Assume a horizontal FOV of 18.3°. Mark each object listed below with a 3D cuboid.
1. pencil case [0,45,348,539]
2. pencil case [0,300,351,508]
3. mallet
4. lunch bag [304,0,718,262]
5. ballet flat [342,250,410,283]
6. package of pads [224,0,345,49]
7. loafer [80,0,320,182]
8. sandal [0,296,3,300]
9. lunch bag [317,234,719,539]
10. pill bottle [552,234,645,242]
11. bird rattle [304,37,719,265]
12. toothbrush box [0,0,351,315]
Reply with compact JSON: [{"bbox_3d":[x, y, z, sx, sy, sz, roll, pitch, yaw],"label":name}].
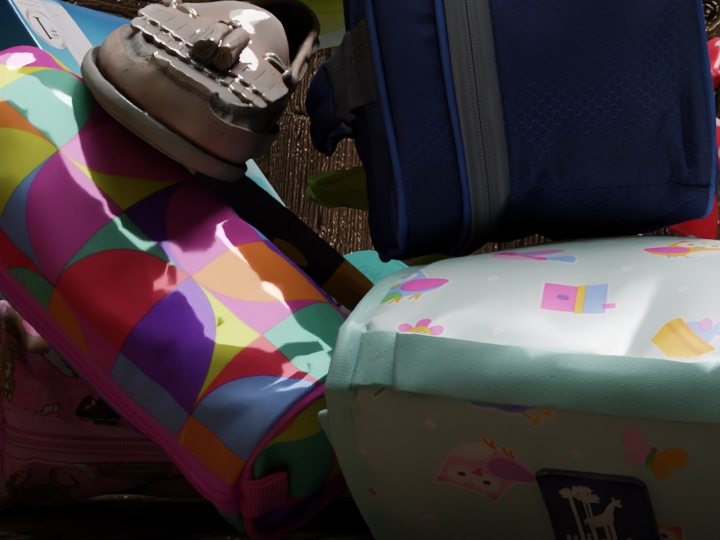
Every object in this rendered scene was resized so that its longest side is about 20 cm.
[{"bbox_3d":[-0.079,0.006,0.779,0.200,0.089,0.088,38,18,24],"label":"pencil case"},{"bbox_3d":[-0.050,0.054,0.858,0.198,0.083,0.087,3,-26,-7],"label":"pencil case"},{"bbox_3d":[0.000,0.000,0.935,0.066,0.200,0.041,-39,11,34],"label":"mallet"},{"bbox_3d":[0.045,-0.075,0.821,0.131,0.137,0.200,-6,-3,-3],"label":"lunch bag"},{"bbox_3d":[0.038,0.048,1.077,0.067,0.073,0.200,-22,23,-23],"label":"ballet flat"},{"bbox_3d":[0.032,-0.154,0.964,0.198,0.069,0.155,-12,-8,1],"label":"package of pads"},{"bbox_3d":[-0.053,-0.079,0.831,0.072,0.063,0.200,37,7,0],"label":"loafer"},{"bbox_3d":[-0.158,0.052,0.989,0.079,0.059,0.207,-39,18,13],"label":"sandal"},{"bbox_3d":[0.095,0.048,0.728,0.169,0.123,0.200,5,-3,20],"label":"lunch bag"},{"bbox_3d":[0.145,0.040,1.033,0.110,0.112,0.200,2,2,-17],"label":"pill bottle"},{"bbox_3d":[0.071,-0.073,1.009,0.199,0.164,0.113,-27,-46,19],"label":"bird rattle"},{"bbox_3d":[-0.100,-0.018,1.004,0.085,0.201,0.146,-40,-18,18],"label":"toothbrush box"}]
